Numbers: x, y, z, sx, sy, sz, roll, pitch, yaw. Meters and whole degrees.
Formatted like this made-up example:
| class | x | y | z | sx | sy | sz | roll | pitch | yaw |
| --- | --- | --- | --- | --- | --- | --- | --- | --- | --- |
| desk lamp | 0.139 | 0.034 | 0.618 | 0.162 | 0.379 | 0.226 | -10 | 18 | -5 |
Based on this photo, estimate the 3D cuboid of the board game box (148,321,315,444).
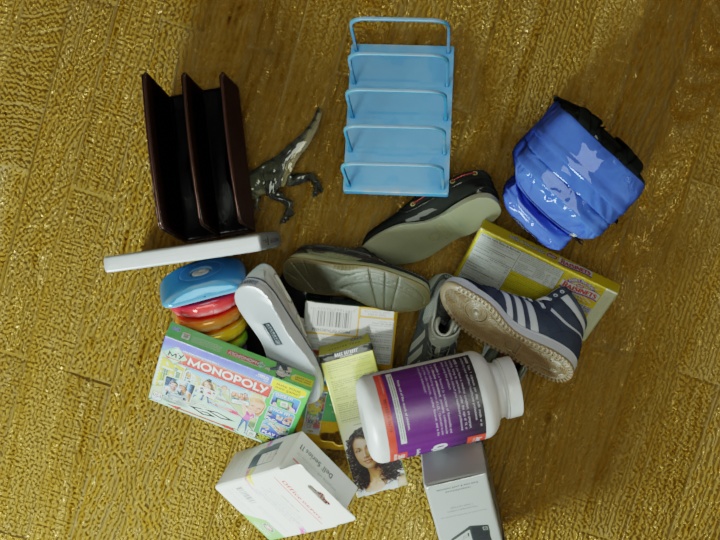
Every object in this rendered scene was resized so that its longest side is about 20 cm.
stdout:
| class | x | y | z | sx | sy | sz | roll | pitch | yaw |
| --- | --- | --- | --- | --- | --- | --- | --- | --- | --- |
| board game box | -0.170 | 0.154 | 1.543 | 0.198 | 0.029 | 0.135 | 21 | 134 | -2 |

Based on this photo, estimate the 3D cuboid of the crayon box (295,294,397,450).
| class | x | y | z | sx | sy | sz | roll | pitch | yaw |
| --- | --- | --- | --- | --- | --- | --- | --- | --- | --- |
| crayon box | -0.021 | 0.139 | 1.598 | 0.124 | 0.052 | 0.202 | 5 | 99 | -2 |

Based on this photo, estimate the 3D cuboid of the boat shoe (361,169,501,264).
| class | x | y | z | sx | sy | sz | roll | pitch | yaw |
| --- | --- | --- | --- | --- | --- | --- | --- | --- | --- |
| boat shoe | 0.091 | -0.068 | 1.571 | 0.200 | 0.063 | 0.074 | -25 | 136 | 18 |

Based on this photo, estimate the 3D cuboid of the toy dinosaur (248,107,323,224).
| class | x | y | z | sx | sy | sz | roll | pitch | yaw |
| --- | --- | --- | --- | --- | --- | --- | --- | --- | --- |
| toy dinosaur | -0.103 | -0.120 | 1.583 | 0.200 | 0.047 | 0.088 | -41 | 86 | 4 |

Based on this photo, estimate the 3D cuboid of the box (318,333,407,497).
| class | x | y | z | sx | sy | sz | roll | pitch | yaw |
| --- | --- | --- | --- | --- | --- | --- | --- | --- | --- |
| box | 0.004 | 0.191 | 1.557 | 0.075 | 0.050 | 0.202 | -16 | 99 | 1 |

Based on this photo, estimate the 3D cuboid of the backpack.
| class | x | y | z | sx | sy | sz | roll | pitch | yaw |
| --- | --- | --- | --- | --- | --- | --- | --- | --- | --- |
| backpack | 0.266 | -0.110 | 1.483 | 0.162 | 0.200 | 0.168 | 37 | 97 | -2 |

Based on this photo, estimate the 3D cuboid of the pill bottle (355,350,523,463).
| class | x | y | z | sx | sy | sz | roll | pitch | yaw |
| --- | --- | --- | --- | --- | --- | --- | --- | --- | --- |
| pill bottle | 0.099 | 0.167 | 1.480 | 0.198 | 0.112 | 0.114 | -12 | 96 | -5 |

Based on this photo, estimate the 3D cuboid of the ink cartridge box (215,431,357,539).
| class | x | y | z | sx | sy | sz | roll | pitch | yaw |
| --- | --- | --- | --- | --- | --- | --- | --- | --- | --- |
| ink cartridge box | -0.087 | 0.282 | 1.551 | 0.117 | 0.068 | 0.199 | 47 | 140 | -17 |

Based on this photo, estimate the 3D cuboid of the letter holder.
| class | x | y | z | sx | sy | sz | roll | pitch | yaw |
| --- | --- | --- | --- | --- | --- | --- | --- | --- | --- |
| letter holder | -0.208 | -0.150 | 1.511 | 0.100 | 0.142 | 0.202 | -9 | 82 | 7 |

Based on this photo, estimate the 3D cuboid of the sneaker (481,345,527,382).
| class | x | y | z | sx | sy | sz | roll | pitch | yaw |
| --- | --- | --- | --- | --- | --- | --- | --- | --- | --- |
| sneaker | 0.170 | 0.158 | 1.583 | 0.073 | 0.079 | 0.201 | 27 | 99 | -3 |

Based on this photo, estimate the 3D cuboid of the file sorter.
| class | x | y | z | sx | sy | sz | roll | pitch | yaw |
| --- | --- | --- | --- | --- | --- | --- | --- | --- | --- |
| file sorter | 0.048 | -0.208 | 1.495 | 0.137 | 0.123 | 0.202 | 2 | 79 | 4 |

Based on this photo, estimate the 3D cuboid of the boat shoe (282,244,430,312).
| class | x | y | z | sx | sy | sz | roll | pitch | yaw |
| --- | --- | --- | --- | --- | --- | --- | --- | --- | --- |
| boat shoe | -0.001 | 0.001 | 1.557 | 0.199 | 0.066 | 0.072 | 10 | 131 | 11 |

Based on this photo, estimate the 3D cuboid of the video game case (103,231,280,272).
| class | x | y | z | sx | sy | sz | roll | pitch | yaw |
| --- | --- | --- | --- | --- | --- | --- | --- | --- | --- |
| video game case | -0.212 | -0.026 | 1.530 | 0.198 | 0.182 | 0.024 | -8 | 92 | 4 |

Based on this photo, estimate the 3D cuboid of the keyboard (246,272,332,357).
| class | x | y | z | sx | sy | sz | roll | pitch | yaw |
| --- | --- | --- | --- | --- | --- | --- | --- | --- | --- |
| keyboard | -0.132 | 0.069 | 1.620 | 0.126 | 0.021 | 0.201 | 32 | 97 | -6 |

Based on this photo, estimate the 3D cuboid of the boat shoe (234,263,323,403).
| class | x | y | z | sx | sy | sz | roll | pitch | yaw |
| --- | --- | --- | --- | --- | --- | --- | --- | --- | --- |
| boat shoe | -0.096 | 0.080 | 1.530 | 0.070 | 0.070 | 0.201 | -12 | 119 | 30 |

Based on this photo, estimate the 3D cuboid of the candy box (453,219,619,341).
| class | x | y | z | sx | sy | sz | roll | pitch | yaw |
| --- | --- | --- | --- | --- | --- | --- | --- | --- | --- |
| candy box | 0.231 | 0.014 | 1.563 | 0.199 | 0.026 | 0.103 | 26 | 132 | 0 |

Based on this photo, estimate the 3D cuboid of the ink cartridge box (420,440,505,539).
| class | x | y | z | sx | sy | sz | roll | pitch | yaw |
| --- | --- | --- | --- | --- | --- | --- | --- | --- | --- |
| ink cartridge box | 0.138 | 0.310 | 1.542 | 0.083 | 0.145 | 0.202 | -13 | 115 | 5 |

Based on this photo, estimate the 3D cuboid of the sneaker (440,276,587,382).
| class | x | y | z | sx | sy | sz | roll | pitch | yaw |
| --- | --- | --- | --- | --- | --- | --- | --- | --- | --- |
| sneaker | 0.202 | 0.049 | 1.517 | 0.199 | 0.109 | 0.070 | 34 | 141 | 0 |

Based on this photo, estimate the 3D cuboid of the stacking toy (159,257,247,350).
| class | x | y | z | sx | sy | sz | roll | pitch | yaw |
| --- | --- | --- | --- | --- | --- | --- | --- | --- | --- |
| stacking toy | -0.188 | 0.092 | 1.571 | 0.115 | 0.110 | 0.202 | -15 | 111 | -5 |

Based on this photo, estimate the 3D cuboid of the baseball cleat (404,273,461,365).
| class | x | y | z | sx | sy | sz | roll | pitch | yaw |
| --- | --- | --- | --- | --- | --- | --- | --- | --- | --- |
| baseball cleat | 0.097 | 0.106 | 1.566 | 0.069 | 0.106 | 0.202 | 3 | 99 | -2 |
